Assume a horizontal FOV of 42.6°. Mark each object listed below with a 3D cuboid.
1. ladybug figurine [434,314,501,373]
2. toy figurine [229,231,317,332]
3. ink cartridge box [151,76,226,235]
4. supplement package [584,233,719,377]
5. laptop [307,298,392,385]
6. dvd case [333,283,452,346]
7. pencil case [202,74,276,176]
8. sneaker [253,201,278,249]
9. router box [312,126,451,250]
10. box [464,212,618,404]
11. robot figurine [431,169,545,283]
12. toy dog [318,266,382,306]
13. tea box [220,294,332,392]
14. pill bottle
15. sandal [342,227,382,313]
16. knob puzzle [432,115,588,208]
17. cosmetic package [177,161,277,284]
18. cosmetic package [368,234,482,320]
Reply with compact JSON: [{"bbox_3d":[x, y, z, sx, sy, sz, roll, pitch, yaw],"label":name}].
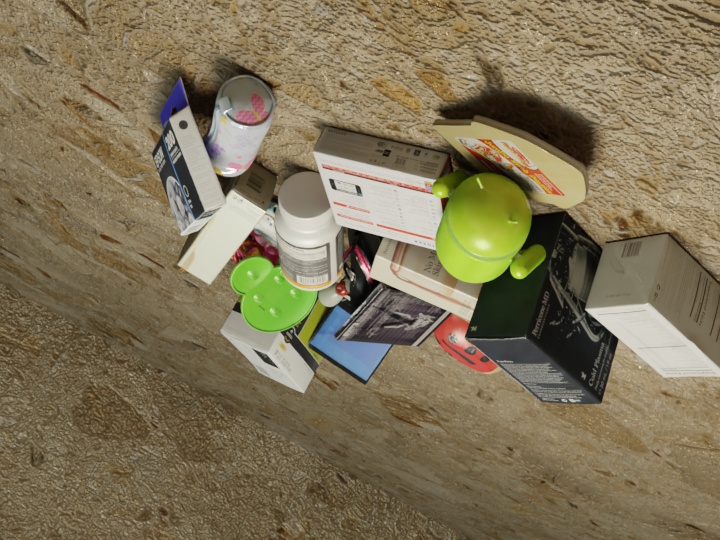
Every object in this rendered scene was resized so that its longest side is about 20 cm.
[{"bbox_3d":[0.210,0.135,1.759,0.198,0.073,0.135,34,157,-23],"label":"ladybug figurine"},{"bbox_3d":[-0.194,-0.012,1.725,0.200,0.150,0.185,42,-170,-44],"label":"toy figurine"},{"bbox_3d":[-0.279,-0.171,1.432,0.198,0.043,0.204,-22,87,67],"label":"ink cartridge box"},{"bbox_3d":[0.428,0.055,1.296,0.199,0.111,0.113,36,155,-28],"label":"supplement package"},{"bbox_3d":[0.026,0.130,1.852,0.176,0.105,0.198,36,145,-30],"label":"laptop"},{"bbox_3d":[0.070,0.079,1.600,0.197,0.016,0.149,8,137,-38],"label":"dvd case"},{"bbox_3d":[-0.186,-0.211,1.365,0.089,0.085,0.200,1,164,-19],"label":"pencil case"},{"bbox_3d":[-0.184,-0.105,1.643,0.197,0.076,0.087,21,153,-14],"label":"sneaker"},{"bbox_3d":[0.041,-0.117,1.370,0.196,0.049,0.181,16,151,20],"label":"router box"},{"bbox_3d":[0.277,0.059,1.341,0.196,0.203,0.123,37,154,-31],"label":"box"},{"bbox_3d":[0.164,-0.055,1.249,0.176,0.115,0.200,47,164,12],"label":"robot figurine"},{"bbox_3d":[0.015,0.014,1.666,0.198,0.135,0.095,10,-163,44],"label":"toy dog"},{"bbox_3d":[-0.152,0.105,1.889,0.132,0.199,0.201,20,159,29],"label":"tea box"},{"bbox_3d":[-0.084,-0.064,1.541,0.114,0.118,0.202,19,148,12],"label":"pill bottle"},{"bbox_3d":[0.000,0.000,1.566,0.074,0.045,0.204,19,119,39],"label":"sandal"},{"bbox_3d":[0.209,-0.142,1.159,0.217,0.031,0.220,29,170,5],"label":"knob puzzle"},{"bbox_3d":[-0.226,-0.083,1.562,0.070,0.106,0.200,31,125,-17],"label":"cosmetic package"},{"bbox_3d":[0.124,-0.009,1.482,0.197,0.105,0.088,22,156,2],"label":"cosmetic package"}]
